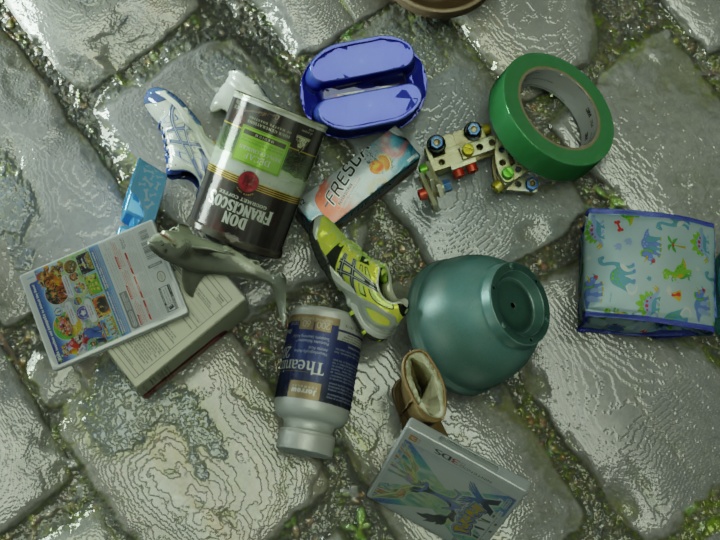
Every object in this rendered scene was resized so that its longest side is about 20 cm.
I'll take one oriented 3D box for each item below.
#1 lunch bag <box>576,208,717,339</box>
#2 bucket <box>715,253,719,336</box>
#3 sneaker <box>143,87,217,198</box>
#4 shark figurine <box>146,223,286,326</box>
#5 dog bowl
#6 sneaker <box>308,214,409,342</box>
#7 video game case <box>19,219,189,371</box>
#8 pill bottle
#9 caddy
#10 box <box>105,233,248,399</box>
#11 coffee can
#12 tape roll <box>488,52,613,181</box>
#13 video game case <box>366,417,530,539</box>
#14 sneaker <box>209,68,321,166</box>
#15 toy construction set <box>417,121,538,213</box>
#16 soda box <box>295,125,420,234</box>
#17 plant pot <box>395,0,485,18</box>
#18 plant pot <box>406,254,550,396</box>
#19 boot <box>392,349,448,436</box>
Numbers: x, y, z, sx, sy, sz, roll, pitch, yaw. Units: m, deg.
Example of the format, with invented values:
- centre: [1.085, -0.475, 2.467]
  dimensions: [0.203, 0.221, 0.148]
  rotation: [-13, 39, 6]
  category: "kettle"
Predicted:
- centre: [0.423, 0.007, 1.704]
  dimensions: [0.197, 0.128, 0.172]
  rotation: [2, 76, 7]
  category: "lunch bag"
- centre: [0.613, 0.027, 1.706]
  dimensions: [0.204, 0.135, 0.210]
  rotation: [1, 77, -3]
  category: "bucket"
- centre: [-0.270, -0.186, 1.730]
  dimensions: [0.088, 0.075, 0.200]
  rotation: [-41, 81, -12]
  category: "sneaker"
- centre: [-0.199, 0.005, 1.588]
  dimensions: [0.212, 0.128, 0.090]
  rotation: [21, 100, -14]
  category: "shark figurine"
- centre: [-0.330, -0.062, 1.683]
  dimensions: [0.049, 0.111, 0.202]
  rotation: [18, 75, -13]
  category: "dog bowl"
- centre: [0.000, 0.000, 1.639]
  dimensions: [0.076, 0.075, 0.201]
  rotation: [-38, 79, 23]
  category: "sneaker"
- centre: [-0.352, 0.033, 1.588]
  dimensions: [0.198, 0.018, 0.145]
  rotation: [-23, 78, -4]
  category: "video game case"
- centre: [-0.063, 0.159, 1.641]
  dimensions: [0.110, 0.111, 0.203]
  rotation: [10, 76, -1]
  category: "pill bottle"
- centre: [0.006, -0.279, 1.757]
  dimensions: [0.197, 0.105, 0.143]
  rotation: [-11, 93, -2]
  category: "caddy"
- centre: [-0.274, 0.067, 1.650]
  dimensions: [0.199, 0.109, 0.128]
  rotation: [-39, 80, -12]
  category: "box"
- centre: [-0.147, -0.137, 1.651]
  dimensions: [0.145, 0.146, 0.202]
  rotation: [21, 95, 2]
  category: "coffee can"
- centre: [0.290, -0.234, 1.752]
  dimensions: [0.198, 0.048, 0.203]
  rotation: [13, 57, -21]
  category: "tape roll"
- centre: [0.116, 0.300, 1.581]
  dimensions: [0.181, 0.201, 0.022]
  rotation: [28, 49, 4]
  category: "video game case"
- centre: [-0.143, -0.217, 1.758]
  dimensions: [0.200, 0.075, 0.087]
  rotation: [40, 89, 13]
  category: "sneaker"
- centre: [0.165, -0.154, 1.749]
  dimensions: [0.198, 0.092, 0.133]
  rotation: [-17, 78, -19]
  category: "toy construction set"
- centre: [-0.005, -0.127, 1.735]
  dimensions: [0.199, 0.068, 0.064]
  rotation: [-39, 82, -11]
  category: "soda box"
- centre: [0.120, -0.478, 1.818]
  dimensions: [0.198, 0.093, 0.204]
  rotation: [1, 75, -3]
  category: "plant pot"
- centre: [0.180, 0.063, 1.623]
  dimensions: [0.199, 0.134, 0.203]
  rotation: [15, 65, -34]
  category: "plant pot"
- centre: [0.093, 0.209, 1.593]
  dimensions: [0.066, 0.200, 0.177]
  rotation: [-26, 79, -10]
  category: "boot"
